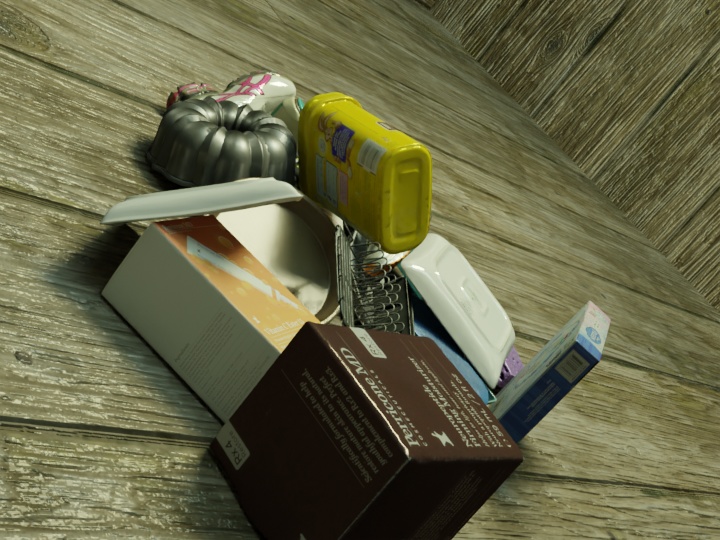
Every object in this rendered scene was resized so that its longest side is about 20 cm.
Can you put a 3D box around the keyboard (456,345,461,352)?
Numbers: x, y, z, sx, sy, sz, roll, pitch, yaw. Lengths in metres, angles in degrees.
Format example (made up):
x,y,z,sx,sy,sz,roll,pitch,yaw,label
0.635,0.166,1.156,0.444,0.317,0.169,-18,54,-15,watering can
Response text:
x,y,z,sx,sy,sz,roll,pitch,yaw,label
0.127,0.077,1.662,0.199,0.040,0.104,28,22,-28,keyboard

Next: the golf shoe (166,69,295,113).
x,y,z,sx,sy,sz,roll,pitch,yaw,label
-0.174,-0.229,1.659,0.199,0.073,0.092,-18,57,-29,golf shoe

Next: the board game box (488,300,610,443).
x,y,z,sx,sy,sz,roll,pitch,yaw,label
0.228,0.143,1.458,0.043,0.200,0.199,42,20,3,board game box

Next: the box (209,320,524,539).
x,y,z,sx,sy,sz,roll,pitch,yaw,label
0.008,0.167,1.055,0.199,0.164,0.166,12,33,-53,box

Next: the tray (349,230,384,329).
x,y,z,sx,sy,sz,roll,pitch,yaw,label
0.000,0.000,1.566,0.200,0.022,0.108,-70,144,-70,tray

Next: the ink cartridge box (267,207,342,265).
x,y,z,sx,sy,sz,roll,pitch,yaw,label
-0.085,-0.048,1.502,0.116,0.068,0.200,33,20,-17,ink cartridge box

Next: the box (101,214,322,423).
x,y,z,sx,sy,sz,roll,pitch,yaw,label
-0.136,0.049,1.151,0.200,0.098,0.124,44,20,12,box

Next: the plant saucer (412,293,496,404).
x,y,z,sx,sy,sz,roll,pitch,yaw,label
0.100,0.110,1.544,0.070,0.019,0.200,-7,50,-41,plant saucer

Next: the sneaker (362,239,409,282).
x,y,z,sx,sy,sz,roll,pitch,yaw,label
0.026,-0.053,1.570,0.092,0.076,0.200,43,29,-6,sneaker

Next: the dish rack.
x,y,z,sx,sy,sz,roll,pitch,yaw,label
0.016,0.042,1.351,0.200,0.054,0.154,60,21,-54,dish rack

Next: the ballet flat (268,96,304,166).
x,y,z,sx,sy,sz,roll,pitch,yaw,label
-0.065,-0.150,1.602,0.201,0.069,0.070,57,11,-27,ballet flat

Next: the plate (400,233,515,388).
x,y,z,sx,sy,sz,roll,pitch,yaw,label
0.141,0.042,1.534,0.200,0.032,0.200,54,20,-2,plate

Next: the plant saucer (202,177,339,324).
x,y,z,sx,sy,sz,roll,pitch,yaw,label
-0.101,-0.015,1.346,0.199,0.029,0.201,19,54,-28,plant saucer

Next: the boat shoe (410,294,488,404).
x,y,z,sx,sy,sz,roll,pitch,yaw,label
0.080,0.112,1.463,0.084,0.069,0.201,6,41,-40,boat shoe

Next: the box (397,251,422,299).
x,y,z,sx,sy,sz,roll,pitch,yaw,label
0.055,-0.055,1.704,0.201,0.049,0.082,57,8,1,box

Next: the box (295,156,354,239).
x,y,z,sx,sy,sz,roll,pitch,yaw,label
-0.075,-0.122,1.704,0.199,0.048,0.194,31,23,-33,box

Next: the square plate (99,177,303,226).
x,y,z,sx,sy,sz,roll,pitch,yaw,label
-0.161,-0.072,1.201,0.198,0.198,0.029,-154,-125,-85,square plate

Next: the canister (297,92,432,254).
x,y,z,sx,sy,sz,roll,pitch,yaw,label
0.005,-0.122,1.439,0.086,0.150,0.200,-14,31,-27,canister

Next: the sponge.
x,y,z,sx,sy,sz,roll,pitch,yaw,label
0.182,0.079,1.668,0.111,0.030,0.201,27,35,-62,sponge

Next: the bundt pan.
x,y,z,sx,sy,sz,roll,pitch,yaw,label
-0.171,-0.164,1.484,0.200,0.076,0.202,12,25,-6,bundt pan
